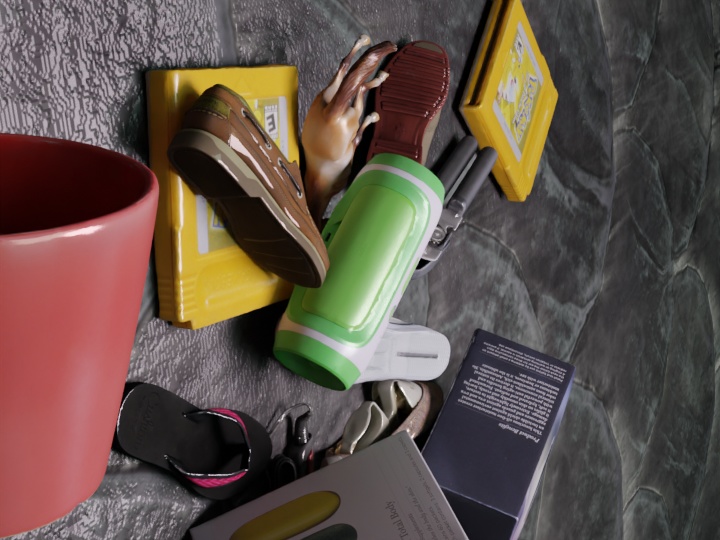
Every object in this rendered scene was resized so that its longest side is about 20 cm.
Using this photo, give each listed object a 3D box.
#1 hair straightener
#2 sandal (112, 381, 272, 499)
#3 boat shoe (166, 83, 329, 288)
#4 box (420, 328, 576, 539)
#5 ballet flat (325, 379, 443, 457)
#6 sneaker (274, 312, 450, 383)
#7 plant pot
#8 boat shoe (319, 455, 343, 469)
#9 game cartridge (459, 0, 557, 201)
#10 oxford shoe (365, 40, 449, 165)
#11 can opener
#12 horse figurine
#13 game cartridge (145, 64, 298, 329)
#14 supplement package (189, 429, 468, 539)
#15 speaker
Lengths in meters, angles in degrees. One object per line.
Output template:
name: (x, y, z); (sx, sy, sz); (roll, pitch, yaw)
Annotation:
hair straightener: (-0.061, 0.220, 1.053); (0.077, 0.041, 0.202); (-5, 100, -60)
sandal: (-0.123, 0.139, 0.930); (0.200, 0.045, 0.076); (35, 64, -57)
boat shoe: (-0.070, -0.061, 0.911); (0.200, 0.072, 0.068); (56, 49, -49)
box: (0.131, 0.211, 1.252); (0.201, 0.123, 0.199); (95, 20, -52)
ballet flat: (0.026, 0.151, 1.178); (0.200, 0.068, 0.068); (-48, 126, -50)
sneaker: (-0.008, 0.072, 1.107); (0.199, 0.071, 0.074); (15, 85, -39)
plant pot: (-0.209, 0.034, 0.635); (0.200, 0.199, 0.179); (-29, 128, -56)
boat shoe: (0.011, 0.253, 1.100); (0.075, 0.092, 0.201); (-108, -165, -56)
game cartridge: (0.187, -0.207, 1.430); (0.200, 0.032, 0.177); (50, 51, -50)
oxford shoe: (0.042, -0.143, 1.185); (0.075, 0.070, 0.201); (96, 12, -63)
can opener: (0.091, -0.069, 1.293); (0.200, 0.053, 0.067); (-55, 171, -43)
horse figurine: (-0.017, -0.120, 1.036); (0.133, 0.050, 0.200); (-60, 171, -33)
game cartridge: (-0.103, -0.064, 0.951); (0.176, 0.032, 0.202); (-19, 109, -58)
supplement package: (-0.009, 0.265, 0.949); (0.152, 0.199, 0.151); (-122, -170, -54)
speaker: (0.000, 0.000, 1.017); (0.201, 0.088, 0.089); (-63, 144, -19)
